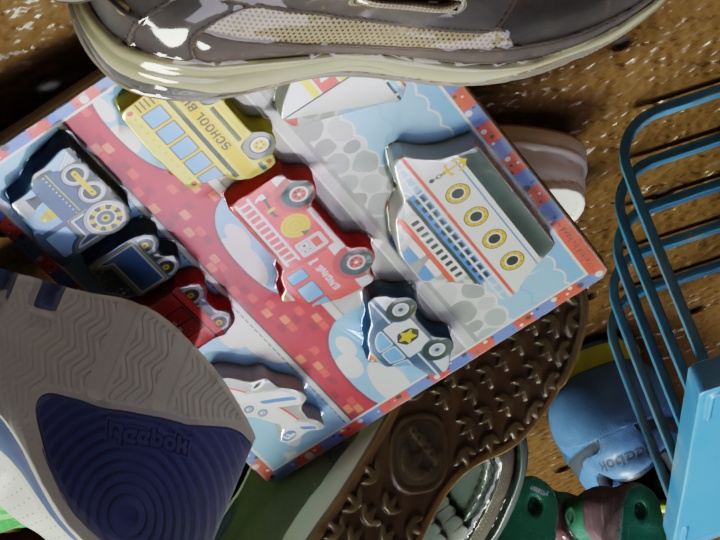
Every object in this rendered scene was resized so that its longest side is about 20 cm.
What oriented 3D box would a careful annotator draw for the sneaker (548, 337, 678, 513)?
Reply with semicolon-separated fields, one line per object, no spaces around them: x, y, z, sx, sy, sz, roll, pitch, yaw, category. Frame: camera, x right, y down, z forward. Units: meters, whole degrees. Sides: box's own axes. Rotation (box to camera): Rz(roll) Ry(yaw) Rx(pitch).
0.137;0.099;1.251;0.066;0.079;0.200;-24;158;6;sneaker

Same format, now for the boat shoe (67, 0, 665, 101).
0.015;-0.098;0.724;0.199;0.075;0.073;-13;157;-17;boat shoe

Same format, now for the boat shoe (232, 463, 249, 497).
-0.023;0.055;1.053;0.068;0.057;0.200;-7;154;-26;boat shoe

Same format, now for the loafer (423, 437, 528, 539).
-0.005;0.123;1.060;0.063;0.072;0.200;-22;162;-51;loafer

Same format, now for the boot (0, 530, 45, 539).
-0.176;0.139;0.988;0.187;0.069;0.200;10;-174;15;boot

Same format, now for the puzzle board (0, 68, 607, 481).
-0.020;-0.013;0.847;0.150;0.017;0.200;-32;134;11;puzzle board

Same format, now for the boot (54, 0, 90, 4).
-0.073;-0.137;0.578;0.150;0.074;0.200;6;152;-45;boot

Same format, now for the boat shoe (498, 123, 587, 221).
0.000;0.000;0.929;0.199;0.070;0.071;-14;150;-15;boat shoe

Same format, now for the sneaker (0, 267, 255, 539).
-0.138;0.034;0.845;0.199;0.081;0.115;33;161;-19;sneaker

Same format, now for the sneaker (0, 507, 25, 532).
-0.144;0.060;0.959;0.083;0.075;0.200;-4;164;-41;sneaker

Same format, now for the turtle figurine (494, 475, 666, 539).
0.041;0.125;1.159;0.149;0.101;0.199;-15;-179;-36;turtle figurine

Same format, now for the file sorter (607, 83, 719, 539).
0.178;0.012;1.031;0.138;0.123;0.200;-18;157;-4;file sorter

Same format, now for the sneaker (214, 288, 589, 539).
0.003;0.064;0.974;0.090;0.200;0.067;1;135;49;sneaker
